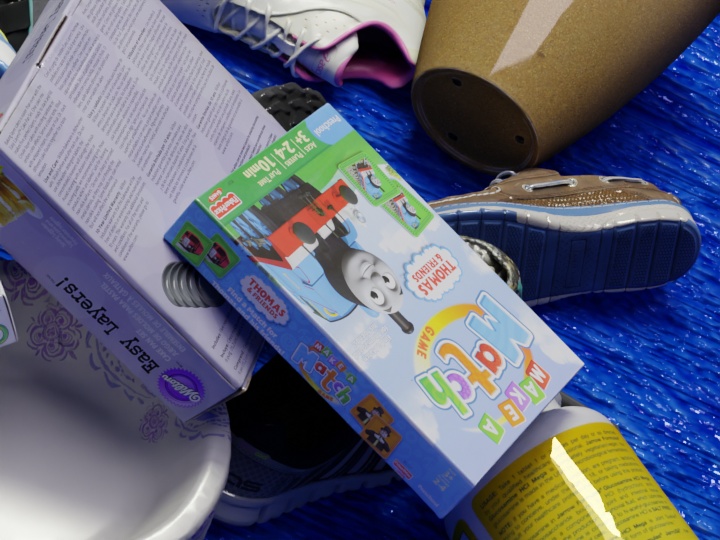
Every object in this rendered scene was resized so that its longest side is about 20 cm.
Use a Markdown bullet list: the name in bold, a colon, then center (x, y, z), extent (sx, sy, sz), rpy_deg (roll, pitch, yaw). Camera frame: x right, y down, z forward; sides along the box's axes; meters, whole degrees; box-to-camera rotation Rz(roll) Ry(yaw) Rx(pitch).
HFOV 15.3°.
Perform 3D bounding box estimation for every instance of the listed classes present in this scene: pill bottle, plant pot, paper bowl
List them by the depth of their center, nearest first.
- **paper bowl**: center (-0.173, 0.102, 1.391), extent (0.199, 0.105, 0.202), rpy_deg (12, 47, -13)
- **pill bottle**: center (0.117, 0.149, 1.463), extent (0.112, 0.113, 0.200), rpy_deg (-17, 59, -33)
- **plant pot**: center (0.118, -0.162, 1.711), extent (0.186, 0.187, 0.200), rpy_deg (32, 59, 7)

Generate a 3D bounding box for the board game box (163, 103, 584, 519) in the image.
- **board game box**: center (0.011, 0.017, 1.393), extent (0.200, 0.037, 0.151), rpy_deg (46, 35, 2)

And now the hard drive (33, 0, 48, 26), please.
- **hard drive**: center (-0.195, -0.134, 1.633), extent (0.200, 0.042, 0.135), rpy_deg (38, 47, 13)

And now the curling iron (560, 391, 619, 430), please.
- **curling iron**: center (0.081, 0.058, 1.533), extent (0.200, 0.049, 0.026), rpy_deg (35, 60, -35)

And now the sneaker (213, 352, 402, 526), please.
- **sneaker**: center (-0.007, 0.075, 1.493), extent (0.199, 0.088, 0.074), rpy_deg (-20, 59, -37)

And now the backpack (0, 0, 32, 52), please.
- **backpack**: center (-0.290, -0.154, 1.504), extent (0.199, 0.177, 0.153), rpy_deg (-13, 15, -20)

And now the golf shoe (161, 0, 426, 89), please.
- **golf shoe**: center (-0.046, -0.164, 1.702), extent (0.198, 0.076, 0.092), rpy_deg (3, 53, -18)

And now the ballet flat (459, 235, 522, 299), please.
- **ballet flat**: center (0.000, 0.000, 1.558), extent (0.199, 0.072, 0.072), rpy_deg (5, 48, -9)

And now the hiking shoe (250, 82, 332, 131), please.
- **hiking shoe**: center (-0.078, -0.061, 1.591), extent (0.199, 0.100, 0.076), rpy_deg (12, 54, -53)

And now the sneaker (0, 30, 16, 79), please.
- **sneaker**: center (-0.266, -0.078, 1.406), extent (0.199, 0.074, 0.082), rpy_deg (-27, 24, -16)

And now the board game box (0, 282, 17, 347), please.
- **board game box**: center (-0.282, 0.022, 1.346), extent (0.199, 0.035, 0.126), rpy_deg (-20, 37, -9)

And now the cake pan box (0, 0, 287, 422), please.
- **cake pan box**: center (-0.111, -0.050, 1.401), extent (0.184, 0.052, 0.201), rpy_deg (46, 36, -21)

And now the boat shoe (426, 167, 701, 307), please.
- **boat shoe**: center (0.105, -0.023, 1.647), extent (0.198, 0.073, 0.073), rpy_deg (1, 32, -17)
